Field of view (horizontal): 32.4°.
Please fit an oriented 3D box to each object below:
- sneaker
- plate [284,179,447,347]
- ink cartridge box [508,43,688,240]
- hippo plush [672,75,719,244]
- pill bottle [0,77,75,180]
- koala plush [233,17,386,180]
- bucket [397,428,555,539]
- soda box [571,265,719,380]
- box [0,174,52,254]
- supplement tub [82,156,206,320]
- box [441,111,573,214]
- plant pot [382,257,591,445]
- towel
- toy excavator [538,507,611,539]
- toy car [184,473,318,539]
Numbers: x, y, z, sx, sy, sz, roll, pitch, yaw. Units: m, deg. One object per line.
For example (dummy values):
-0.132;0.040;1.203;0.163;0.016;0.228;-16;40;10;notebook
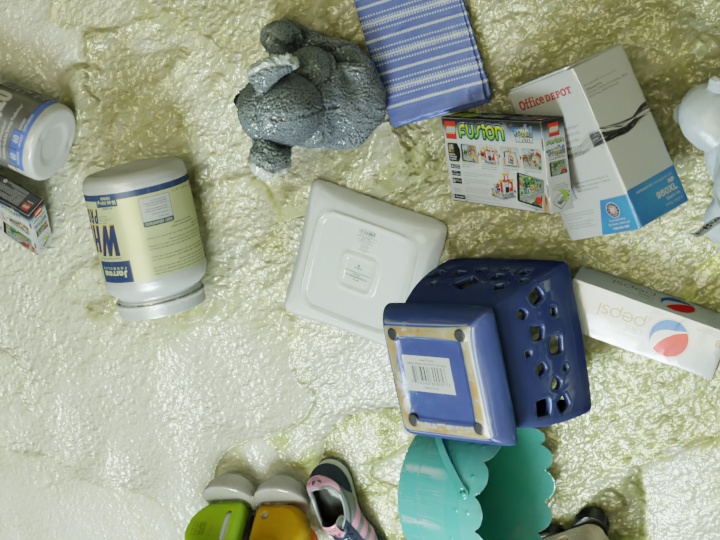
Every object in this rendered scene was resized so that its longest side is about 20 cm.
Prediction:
-0.023;0.371;1.762;0.070;0.082;0.201;-25;96;25;sneaker
0.000;0.000;1.670;0.199;0.032;0.201;20;111;15;plate
0.275;-0.147;1.453;0.201;0.084;0.144;65;157;-7;ink cartridge box
0.417;-0.130;1.415;0.161;0.199;0.159;64;156;18;hippo plush
-0.516;-0.215;1.756;0.199;0.114;0.114;23;113;13;pill bottle
-0.081;-0.208;1.536;0.183;0.200;0.178;15;110;22;koala plush
0.150;0.286;1.605;0.134;0.207;0.208;4;108;34;bucket
0.353;0.063;1.536;0.199;0.064;0.068;20;112;14;soda box
-0.545;-0.108;1.803;0.199;0.035;0.110;29;151;10;box
-0.292;-0.045;1.704;0.144;0.145;0.201;-6;104;22;supplement tub
0.174;-0.133;1.497;0.200;0.035;0.111;15;118;58;box
0.146;0.104;1.531;0.200;0.179;0.201;1;108;45;plant pot
0.077;-0.291;1.561;0.144;0.024;0.201;-13;99;25;towel
0.284;0.447;1.669;0.194;0.100;0.200;-26;104;27;toy excavator
-0.153;0.398;1.797;0.199;0.176;0.150;-2;142;21;toy car
